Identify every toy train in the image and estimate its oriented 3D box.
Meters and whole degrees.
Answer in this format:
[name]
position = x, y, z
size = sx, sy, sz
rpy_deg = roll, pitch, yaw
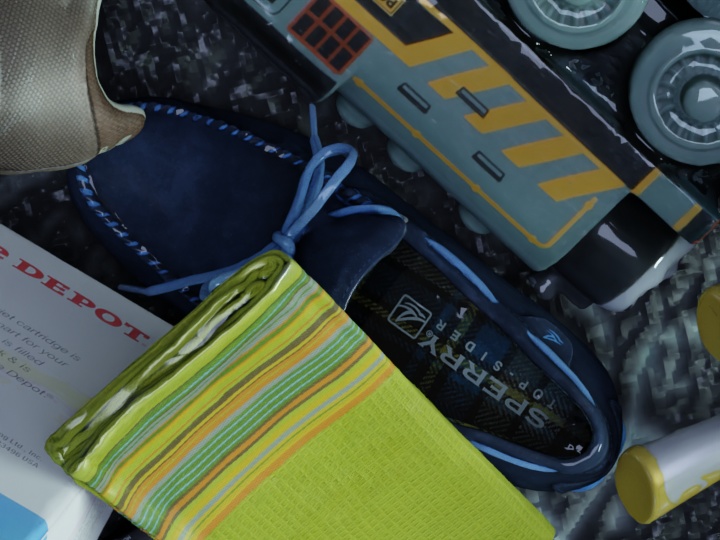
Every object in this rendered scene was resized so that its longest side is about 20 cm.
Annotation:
[toy train]
position = 0.045, -0.076, 0.896
size = 0.200, 0.085, 0.114
rpy_deg = 41, 109, -12

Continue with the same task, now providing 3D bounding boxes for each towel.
[towel]
position = -0.009, 0.068, 0.845
size = 0.086, 0.018, 0.200
rpy_deg = -41, 142, 3

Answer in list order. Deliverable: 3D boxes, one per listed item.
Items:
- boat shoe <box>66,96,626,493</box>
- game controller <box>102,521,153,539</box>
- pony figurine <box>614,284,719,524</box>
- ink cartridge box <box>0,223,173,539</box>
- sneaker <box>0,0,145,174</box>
[boat shoe]
position = 0.000, 0.000, 0.901
size = 0.199, 0.069, 0.084
rpy_deg = 25, 88, 1
[game controller]
position = -0.050, 0.128, 0.949
size = 0.200, 0.042, 0.105
rpy_deg = -35, 101, 4
[pony figurine]
position = 0.190, 0.011, 0.852
size = 0.199, 0.193, 0.167
rpy_deg = -21, 64, -21
[ink cartridge box]
position = -0.148, 0.065, 0.854
size = 0.128, 0.200, 0.126
rpy_deg = 31, 115, 4
[sneaker]
position = -0.106, -0.130, 0.884
size = 0.075, 0.070, 0.201
rpy_deg = 1, 89, -33
